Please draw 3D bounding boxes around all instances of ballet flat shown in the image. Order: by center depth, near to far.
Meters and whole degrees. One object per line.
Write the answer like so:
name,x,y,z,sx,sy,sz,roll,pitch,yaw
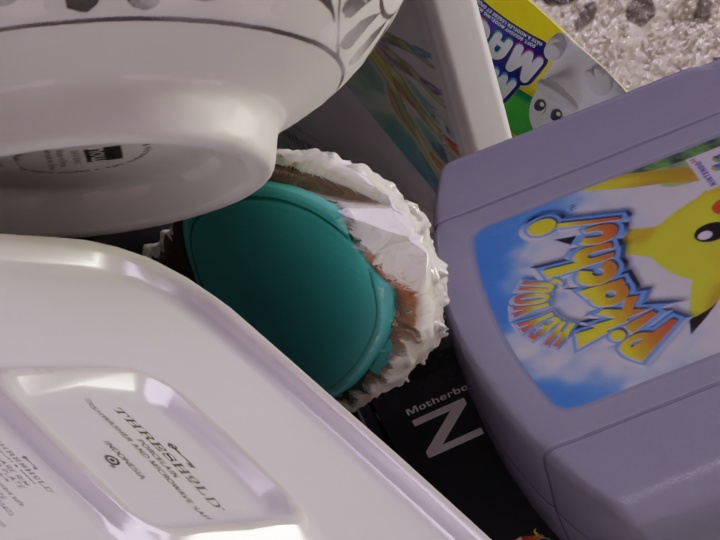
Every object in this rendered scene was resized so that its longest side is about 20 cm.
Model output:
ballet flat,-0.021,0.006,0.692,0.072,0.072,0.200,30,-25,-18

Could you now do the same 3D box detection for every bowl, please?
bowl,-0.067,-0.062,0.583,0.200,0.095,0.201,-7,-12,-2

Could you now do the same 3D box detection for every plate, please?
plate,-0.045,0.045,0.489,0.199,0.032,0.200,41,21,29

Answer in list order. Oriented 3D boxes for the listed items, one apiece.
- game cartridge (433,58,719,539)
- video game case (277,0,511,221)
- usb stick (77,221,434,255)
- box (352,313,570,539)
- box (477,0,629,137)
game cartridge,0.089,0.006,0.657,0.200,0.133,0.041,-114,179,-61
video game case,-0.017,-0.101,0.930,0.182,0.022,0.200,34,-29,45
usb stick,0.000,0.000,0.794,0.200,0.033,0.055,19,-32,-36
box,0.104,0.032,0.689,0.161,0.199,0.049,-116,-175,-62
box,0.046,-0.086,1.005,0.200,0.048,0.117,44,0,-3
